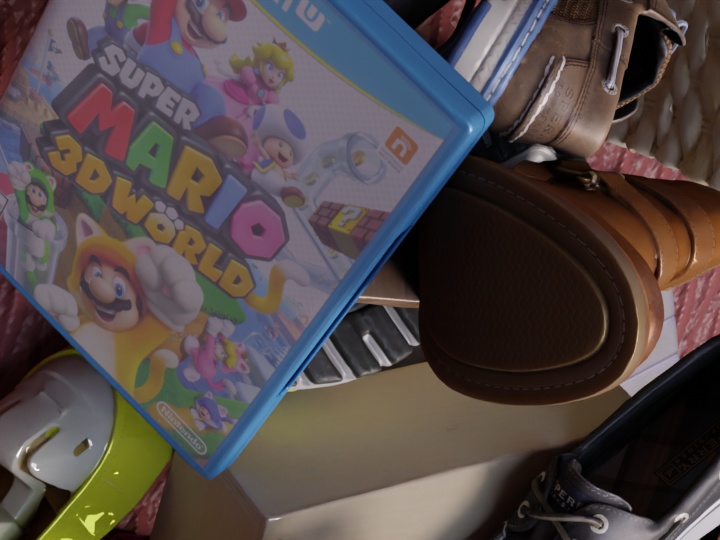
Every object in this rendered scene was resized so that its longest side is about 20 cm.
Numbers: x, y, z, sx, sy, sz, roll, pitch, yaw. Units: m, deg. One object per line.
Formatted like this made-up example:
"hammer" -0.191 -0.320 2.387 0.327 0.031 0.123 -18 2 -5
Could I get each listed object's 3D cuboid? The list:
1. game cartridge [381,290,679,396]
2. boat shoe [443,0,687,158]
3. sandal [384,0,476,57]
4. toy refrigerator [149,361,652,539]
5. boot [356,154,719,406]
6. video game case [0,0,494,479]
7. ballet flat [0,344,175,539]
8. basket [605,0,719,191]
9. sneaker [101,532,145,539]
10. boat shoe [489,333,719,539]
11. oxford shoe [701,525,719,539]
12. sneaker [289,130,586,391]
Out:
"game cartridge" 0.062 0.057 0.891 0.199 0.038 0.130 -25 126 -25
"boat shoe" 0.086 -0.092 0.761 0.072 0.072 0.200 -56 179 35
"sandal" -0.006 -0.088 0.761 0.200 0.076 0.043 -42 126 0
"toy refrigerator" 0.017 0.086 0.795 0.199 0.070 0.076 -11 133 -36
"boot" 0.079 -0.007 0.666 0.154 0.200 0.074 -1 103 -31
"video game case" -0.057 -0.034 0.649 0.018 0.143 0.200 -37 168 -47
"ballet flat" -0.135 0.089 0.740 0.200 0.067 0.067 -50 150 -4
"basket" 0.222 -0.129 0.819 0.160 0.198 0.201 -8 114 -30
"sneaker" -0.067 0.180 0.821 0.200 0.081 0.088 37 85 -38
"boat shoe" 0.097 0.096 0.765 0.200 0.070 0.066 -36 137 -11
"oxford shoe" 0.206 0.078 0.979 0.071 0.071 0.201 12 103 -32
"sneaker" 0.000 0.000 0.787 0.199 0.090 0.078 -23 88 -31
